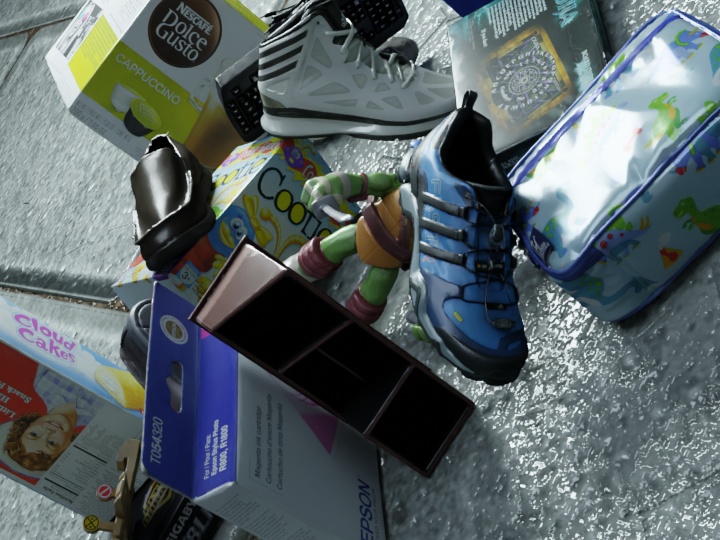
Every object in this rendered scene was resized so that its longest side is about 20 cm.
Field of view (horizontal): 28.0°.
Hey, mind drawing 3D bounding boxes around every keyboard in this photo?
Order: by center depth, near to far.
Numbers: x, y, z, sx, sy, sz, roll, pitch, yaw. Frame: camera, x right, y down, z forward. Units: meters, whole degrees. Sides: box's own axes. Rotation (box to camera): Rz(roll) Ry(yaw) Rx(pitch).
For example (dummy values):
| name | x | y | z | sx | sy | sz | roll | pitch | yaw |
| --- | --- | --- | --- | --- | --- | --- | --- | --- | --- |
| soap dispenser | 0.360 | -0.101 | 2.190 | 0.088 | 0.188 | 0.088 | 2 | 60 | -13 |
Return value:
| name | x | y | z | sx | sy | sz | roll | pitch | yaw |
| --- | --- | --- | --- | --- | --- | --- | --- | --- | --- |
| keyboard | -0.044 | -0.204 | 1.320 | 0.199 | 0.104 | 0.040 | -39 | 39 | -8 |

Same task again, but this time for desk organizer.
| name | x | y | z | sx | sy | sz | roll | pitch | yaw |
| --- | --- | --- | --- | --- | --- | --- | --- | --- | --- |
| desk organizer | -0.017 | 0.065 | 1.033 | 0.072 | 0.199 | 0.077 | -55 | 31 | -3 |

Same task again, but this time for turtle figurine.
| name | x | y | z | sx | sy | sz | roll | pitch | yaw |
| --- | --- | --- | --- | --- | --- | --- | --- | --- | --- |
| turtle figurine | 0.000 | 0.000 | 1.124 | 0.194 | 0.143 | 0.202 | -43 | 36 | 40 |

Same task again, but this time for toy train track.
| name | x | y | z | sx | sy | sz | roll | pitch | yaw |
| --- | --- | --- | --- | --- | --- | --- | --- | --- | --- |
| toy train track | -0.213 | 0.233 | 1.173 | 0.115 | 0.032 | 0.202 | 100 | 178 | -61 |

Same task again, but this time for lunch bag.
| name | x | y | z | sx | sy | sz | roll | pitch | yaw |
| --- | --- | --- | --- | --- | --- | --- | --- | --- | --- |
| lunch bag | 0.191 | -0.075 | 0.990 | 0.200 | 0.082 | 0.161 | -47 | 27 | 13 |

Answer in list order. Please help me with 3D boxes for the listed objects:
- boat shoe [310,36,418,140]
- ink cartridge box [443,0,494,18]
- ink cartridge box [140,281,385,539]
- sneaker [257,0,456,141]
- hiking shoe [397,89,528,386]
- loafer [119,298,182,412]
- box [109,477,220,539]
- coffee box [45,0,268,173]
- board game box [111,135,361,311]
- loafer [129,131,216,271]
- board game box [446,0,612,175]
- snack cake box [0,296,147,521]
| name | x | y | z | sx | sy | sz | roll | pitch | yaw |
| --- | --- | --- | --- | --- | --- | --- | --- | --- | --- |
| boat shoe | -0.020 | -0.181 | 1.439 | 0.199 | 0.067 | 0.057 | -15 | 29 | 43 |
| ink cartridge box | 0.151 | -0.291 | 1.257 | 0.199 | 0.094 | 0.045 | -27 | 39 | 39 |
| ink cartridge box | -0.067 | 0.110 | 1.061 | 0.043 | 0.199 | 0.197 | -39 | 33 | 25 |
| sneaker | 0.004 | -0.179 | 1.254 | 0.198 | 0.116 | 0.076 | -2 | 30 | 7 |
| hiking shoe | 0.073 | -0.020 | 0.990 | 0.087 | 0.074 | 0.202 | 123 | 138 | -51 |
| loafer | -0.130 | 0.114 | 1.210 | 0.072 | 0.200 | 0.063 | -26 | -20 | -47 |
| box | -0.163 | 0.155 | 1.316 | 0.198 | 0.050 | 0.201 | 11 | 69 | 58 |
| coffee box | -0.206 | -0.230 | 1.617 | 0.198 | 0.199 | 0.200 | -50 | 29 | 7 |
| board game box | -0.109 | -0.021 | 1.303 | 0.103 | 0.105 | 0.200 | -12 | 34 | 50 |
| loafer | -0.173 | -0.063 | 1.247 | 0.073 | 0.072 | 0.200 | -35 | 21 | 7 |
| board game box | 0.140 | -0.166 | 1.183 | 0.134 | 0.028 | 0.201 | -25 | 39 | 21 |
| snack cake box | -0.269 | 0.124 | 1.250 | 0.115 | 0.199 | 0.067 | -46 | 29 | 16 |
